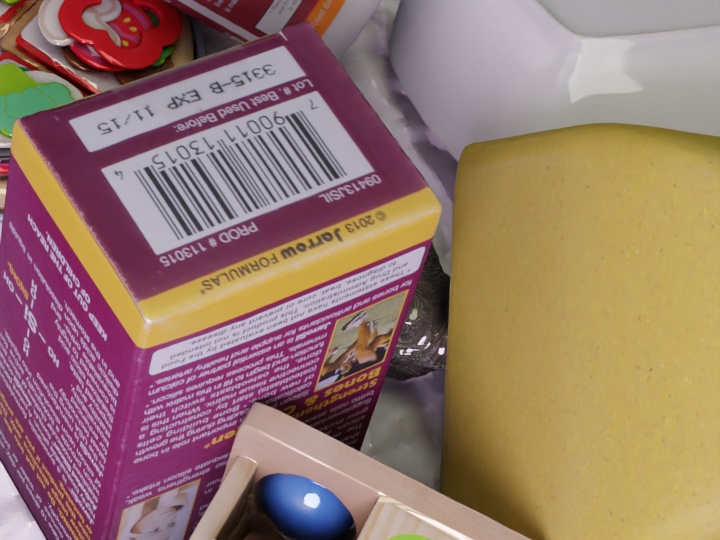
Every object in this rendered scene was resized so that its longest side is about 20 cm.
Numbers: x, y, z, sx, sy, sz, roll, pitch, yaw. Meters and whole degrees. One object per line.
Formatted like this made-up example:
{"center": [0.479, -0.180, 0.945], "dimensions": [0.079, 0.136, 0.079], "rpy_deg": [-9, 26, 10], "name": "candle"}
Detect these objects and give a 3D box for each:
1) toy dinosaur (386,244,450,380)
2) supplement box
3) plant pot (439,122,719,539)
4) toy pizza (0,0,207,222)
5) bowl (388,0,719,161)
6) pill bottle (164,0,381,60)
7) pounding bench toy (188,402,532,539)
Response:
{"center": [0.000, 0.000, 1.066], "dimensions": [0.102, 0.077, 0.200], "rpy_deg": [-21, 56, -41], "name": "toy dinosaur"}
{"center": [-0.064, 0.019, 0.938], "dimensions": [0.130, 0.201, 0.103], "rpy_deg": [-22, 61, -28], "name": "supplement box"}
{"center": [0.155, 0.041, 0.930], "dimensions": [0.193, 0.200, 0.197], "rpy_deg": [6, 82, -17], "name": "plant pot"}
{"center": [-0.167, -0.108, 1.115], "dimensions": [0.198, 0.032, 0.201], "rpy_deg": [8, 52, -10], "name": "toy pizza"}
{"center": [0.126, -0.108, 1.127], "dimensions": [0.198, 0.075, 0.200], "rpy_deg": [-7, 33, -18], "name": "bowl"}
{"center": [-0.079, -0.182, 1.115], "dimensions": [0.199, 0.113, 0.114], "rpy_deg": [28, 50, -14], "name": "pill bottle"}
{"center": [0.013, 0.169, 0.894], "dimensions": [0.199, 0.125, 0.156], "rpy_deg": [26, 51, 6], "name": "pounding bench toy"}
